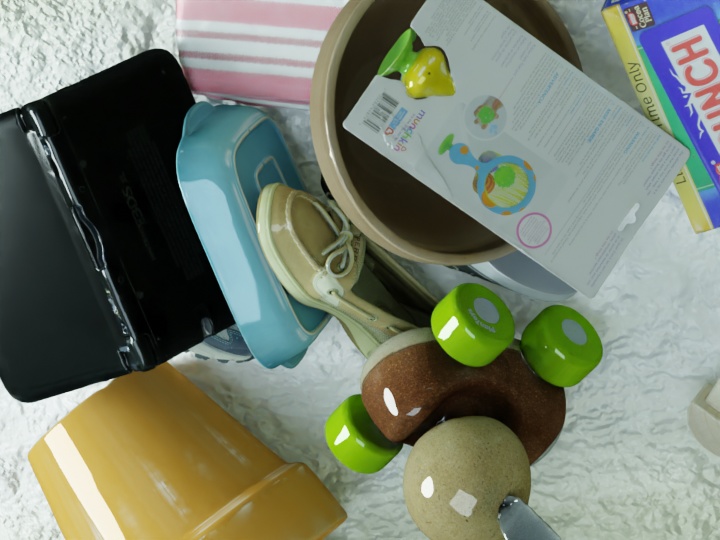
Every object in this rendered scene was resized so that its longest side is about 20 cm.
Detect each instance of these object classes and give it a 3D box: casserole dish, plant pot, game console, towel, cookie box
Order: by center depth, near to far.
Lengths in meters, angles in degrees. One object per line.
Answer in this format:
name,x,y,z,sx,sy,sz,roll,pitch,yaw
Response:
cookie box,0.278,-0.135,1.464,0.200,0.075,0.171,-17,111,25
plant pot,0.043,-0.103,1.517,0.093,0.201,0.201,1,125,59
towel,-0.057,-0.205,1.561,0.146,0.030,0.200,7,118,16
casserole dish,-0.065,-0.027,1.597,0.039,0.121,0.200,-12,110,26
game console,-0.188,-0.031,1.613,0.116,0.176,0.200,-4,112,58
plant pot,-0.143,0.171,1.701,0.200,0.200,0.183,-42,83,30

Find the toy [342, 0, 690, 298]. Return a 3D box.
toy,0.097,-0.086,1.464,0.200,0.047,0.115,34,91,-18

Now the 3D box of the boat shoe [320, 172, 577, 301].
boat shoe,0.063,-0.036,1.596,0.200,0.069,0.057,30,151,-1

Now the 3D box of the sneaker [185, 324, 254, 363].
sneaker,-0.134,-0.016,1.654,0.200,0.078,0.086,42,117,-7

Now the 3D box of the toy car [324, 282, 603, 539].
toy car,0.087,0.141,1.575,0.158,0.200,0.164,14,135,-34

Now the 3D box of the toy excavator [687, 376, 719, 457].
toy excavator,0.325,0.049,1.547,0.200,0.100,0.195,13,119,25

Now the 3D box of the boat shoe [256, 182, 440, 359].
boat shoe,0.000,0.002,1.593,0.063,0.073,0.201,-15,135,29
